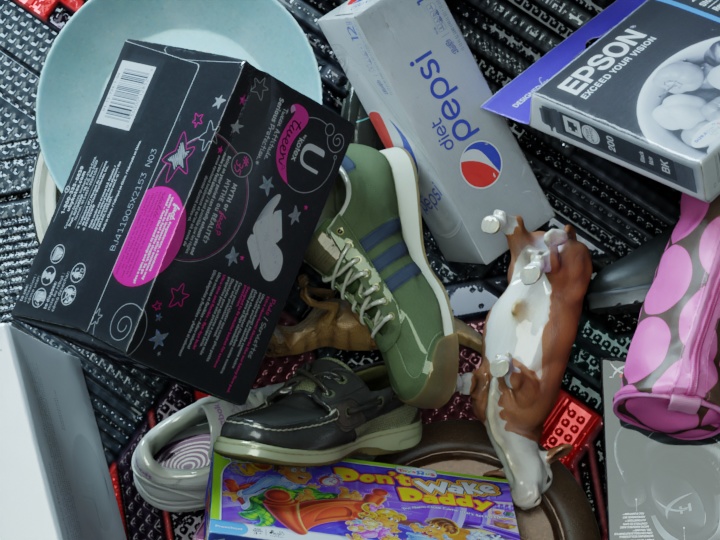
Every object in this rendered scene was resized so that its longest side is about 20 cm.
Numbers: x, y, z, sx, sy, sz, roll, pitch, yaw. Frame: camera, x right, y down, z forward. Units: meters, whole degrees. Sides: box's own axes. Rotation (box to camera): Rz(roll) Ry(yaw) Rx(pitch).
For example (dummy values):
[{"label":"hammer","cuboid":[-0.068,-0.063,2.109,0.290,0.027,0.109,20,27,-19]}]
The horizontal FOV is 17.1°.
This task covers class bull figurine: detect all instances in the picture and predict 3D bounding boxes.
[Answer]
[{"label":"bull figurine","cuboid":[0.108,0.057,1.622,0.065,0.121,0.200,5,74,26]}]

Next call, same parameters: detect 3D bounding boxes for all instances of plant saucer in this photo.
[{"label":"plant saucer","cuboid":[0.069,0.202,1.669,0.200,0.034,0.201,-1,80,5]},{"label":"plant saucer","cuboid":[-0.123,-0.110,1.662,0.201,0.039,0.201,-1,80,6]}]

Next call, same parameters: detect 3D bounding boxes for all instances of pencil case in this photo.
[{"label":"pencil case","cuboid":[0.230,0.010,1.582,0.091,0.094,0.200,21,76,-15]}]

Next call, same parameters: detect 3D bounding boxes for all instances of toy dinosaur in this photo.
[{"label":"toy dinosaur","cuboid":[0.019,0.032,1.694,0.200,0.060,0.106,0,87,-3]}]

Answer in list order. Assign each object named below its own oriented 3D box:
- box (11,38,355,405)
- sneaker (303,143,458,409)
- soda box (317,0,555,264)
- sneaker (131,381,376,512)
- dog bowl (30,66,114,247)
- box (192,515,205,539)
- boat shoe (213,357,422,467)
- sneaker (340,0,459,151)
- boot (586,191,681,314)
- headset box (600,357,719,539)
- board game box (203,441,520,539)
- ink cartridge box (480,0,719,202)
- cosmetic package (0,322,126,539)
[{"label":"box","cuboid":[-0.114,-0.032,1.550,0.132,0.115,0.200,15,80,46]},{"label":"sneaker","cuboid":[0.000,0.000,1.587,0.090,0.067,0.200,8,54,-30]},{"label":"soda box","cuboid":[0.053,-0.105,1.657,0.068,0.063,0.200,-35,107,-19]},{"label":"sneaker","cuboid":[-0.063,0.116,1.659,0.200,0.100,0.075,-19,71,-4]},{"label":"dog bowl","cuboid":[-0.130,-0.050,1.709,0.200,0.074,0.200,-1,80,6]},{"label":"box","cuboid":[-0.019,0.261,1.603,0.200,0.097,0.176,13,109,7]},{"label":"boat shoe","cuboid":[-0.025,0.089,1.571,0.072,0.201,0.066,10,97,34]},{"label":"sneaker","cuboid":[0.030,-0.134,1.706,0.079,0.075,0.200,8,82,5]},{"label":"boot","cuboid":[0.222,-0.078,1.681,0.165,0.066,0.200,-10,83,-5]},{"label":"headset box","cuboid":[0.241,0.159,1.636,0.149,0.077,0.200,-3,81,6]},{"label":"board game box","cuboid":[0.000,0.169,1.534,0.200,0.134,0.045,8,110,-6]},{"label":"ink cartridge box","cuboid":[0.213,-0.142,1.605,0.200,0.043,0.198,26,53,38]},{"label":"cosmetic package","cuboid":[-0.245,0.157,1.623,0.123,0.200,0.200,-16,79,3]}]
